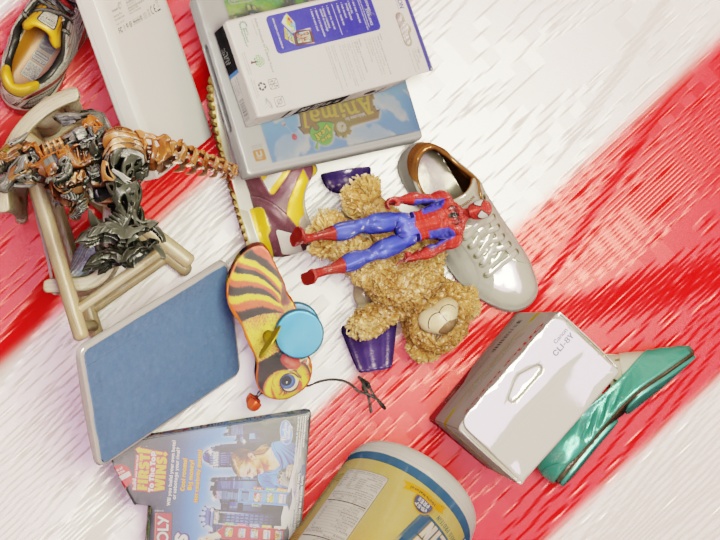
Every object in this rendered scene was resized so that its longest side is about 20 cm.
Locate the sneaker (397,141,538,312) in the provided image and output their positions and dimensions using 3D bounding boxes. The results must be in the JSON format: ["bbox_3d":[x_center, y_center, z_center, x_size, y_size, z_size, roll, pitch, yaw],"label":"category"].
[{"bbox_3d":[0.107,-0.041,1.761,0.073,0.085,0.200,-39,93,-7],"label":"sneaker"}]

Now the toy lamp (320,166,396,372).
[{"bbox_3d":[0.000,0.000,1.763,0.058,0.058,0.201,-9,90,-5],"label":"toy lamp"}]

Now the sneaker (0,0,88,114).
[{"bbox_3d":[-0.290,-0.246,1.732,0.077,0.082,0.201,24,86,-4],"label":"sneaker"}]

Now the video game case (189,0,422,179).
[{"bbox_3d":[-0.051,-0.195,1.740,0.199,0.022,0.183,-14,84,-28],"label":"video game case"}]

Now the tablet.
[{"bbox_3d":[-0.188,0.085,1.682,0.200,0.014,0.131,-33,129,-42],"label":"tablet"}]

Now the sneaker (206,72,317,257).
[{"bbox_3d":[-0.092,-0.113,1.754,0.090,0.075,0.201,-15,98,-6],"label":"sneaker"}]

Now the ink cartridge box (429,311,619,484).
[{"bbox_3d":[0.152,0.119,1.701,0.083,0.200,0.145,42,86,-3],"label":"ink cartridge box"}]

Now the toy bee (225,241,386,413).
[{"bbox_3d":[-0.080,0.079,1.707,0.109,0.131,0.200,-36,78,-1],"label":"toy bee"}]

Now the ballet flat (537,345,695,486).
[{"bbox_3d":[0.245,0.126,1.780,0.200,0.067,0.070,-42,78,-7],"label":"ballet flat"}]

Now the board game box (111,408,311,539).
[{"bbox_3d":[-0.155,0.228,1.740,0.199,0.062,0.201,5,88,-4],"label":"board game box"}]

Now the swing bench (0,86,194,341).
[{"bbox_3d":[-0.262,-0.051,1.670,0.129,0.199,0.200,-35,91,-5],"label":"swing bench"}]

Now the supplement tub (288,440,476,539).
[{"bbox_3d":[0.004,0.276,1.680,0.144,0.145,0.200,39,59,-3],"label":"supplement tub"}]

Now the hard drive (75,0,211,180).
[{"bbox_3d":[-0.207,-0.200,1.693,0.027,0.132,0.201,-11,108,24],"label":"hard drive"}]

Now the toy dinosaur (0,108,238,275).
[{"bbox_3d":[-0.213,-0.079,1.534,0.199,0.102,0.137,-10,72,15],"label":"toy dinosaur"}]

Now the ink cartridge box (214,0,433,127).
[{"bbox_3d":[-0.034,-0.210,1.718,0.199,0.039,0.100,-17,85,-26],"label":"ink cartridge box"}]

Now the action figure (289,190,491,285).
[{"bbox_3d":[0.036,-0.036,1.670,0.199,0.052,0.066,-16,82,-25],"label":"action figure"}]

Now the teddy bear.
[{"bbox_3d":[0.035,0.000,1.714,0.145,0.067,0.201,-30,98,-27],"label":"teddy bear"}]
